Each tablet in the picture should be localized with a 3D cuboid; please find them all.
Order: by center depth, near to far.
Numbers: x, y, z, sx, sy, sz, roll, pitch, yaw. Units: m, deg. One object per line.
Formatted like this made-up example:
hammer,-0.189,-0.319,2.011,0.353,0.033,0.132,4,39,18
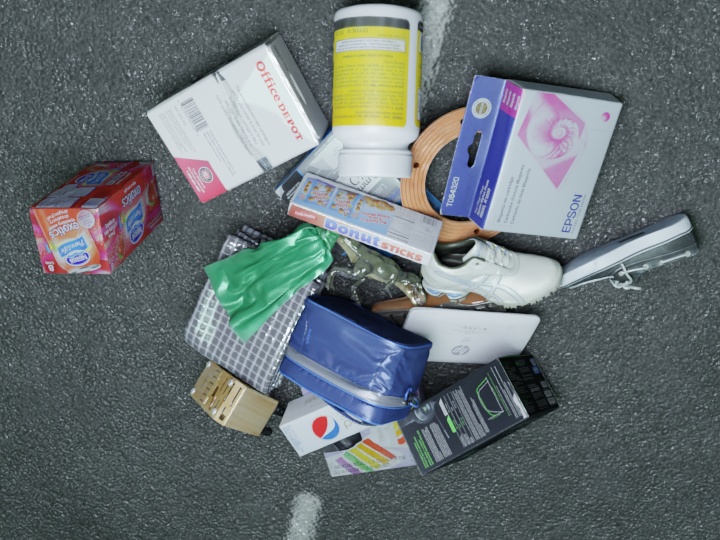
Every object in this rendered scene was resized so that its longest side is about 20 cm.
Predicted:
tablet,0.153,0.101,1.193,0.196,0.014,0.131,4,140,-12

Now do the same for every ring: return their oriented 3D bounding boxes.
ring,0.147,-0.127,1.095,0.197,0.019,0.203,-6,122,-10

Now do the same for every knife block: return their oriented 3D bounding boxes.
knife block,-0.166,0.214,1.245,0.175,0.199,0.065,35,81,-26

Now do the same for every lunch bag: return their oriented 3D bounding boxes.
lunch bag,-0.002,0.132,1.110,0.198,0.135,0.134,25,98,27

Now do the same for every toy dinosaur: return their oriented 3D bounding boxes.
toy dinosaur,0.000,0.000,1.141,0.199,0.048,0.088,36,108,-21

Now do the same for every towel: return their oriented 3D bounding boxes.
towel,-0.153,0.056,1.182,0.164,0.085,0.202,29,104,13

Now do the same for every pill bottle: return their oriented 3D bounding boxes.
pill bottle,0.020,-0.219,1.014,0.112,0.114,0.204,2,96,7

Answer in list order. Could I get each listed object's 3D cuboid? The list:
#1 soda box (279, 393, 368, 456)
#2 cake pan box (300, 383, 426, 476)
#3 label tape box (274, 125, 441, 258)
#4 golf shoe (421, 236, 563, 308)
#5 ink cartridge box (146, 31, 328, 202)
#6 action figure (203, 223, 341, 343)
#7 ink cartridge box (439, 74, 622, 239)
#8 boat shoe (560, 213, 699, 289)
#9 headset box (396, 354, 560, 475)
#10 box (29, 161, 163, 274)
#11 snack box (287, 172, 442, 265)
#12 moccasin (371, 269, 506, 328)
soda box,-0.023,0.209,1.241,0.198,0.068,0.064,-26,109,20
cake pan box,0.015,0.238,1.316,0.196,0.052,0.187,-10,112,13
label tape box,0.002,-0.101,1.138,0.200,0.064,0.144,42,116,-12
golf shoe,0.179,-0.004,1.111,0.196,0.079,0.098,-2,145,11
ink cartridge box,-0.163,-0.206,1.098,0.198,0.085,0.146,-23,111,20
action figure,-0.106,-0.004,1.097,0.198,0.055,0.119,-32,87,16
ink cartridge box,0.222,-0.144,1.065,0.196,0.043,0.199,3,119,-15
boat shoe,0.368,-0.008,1.124,0.197,0.074,0.069,-25,97,10
headset box,0.171,0.215,1.202,0.199,0.173,0.094,-35,71,23
box,-0.360,-0.078,1.128,0.098,0.201,0.097,1,115,8
snack box,0.007,-0.069,1.068,0.197,0.072,0.025,20,135,3
moccasin,0.113,0.044,1.192,0.198,0.079,0.074,-15,140,11
